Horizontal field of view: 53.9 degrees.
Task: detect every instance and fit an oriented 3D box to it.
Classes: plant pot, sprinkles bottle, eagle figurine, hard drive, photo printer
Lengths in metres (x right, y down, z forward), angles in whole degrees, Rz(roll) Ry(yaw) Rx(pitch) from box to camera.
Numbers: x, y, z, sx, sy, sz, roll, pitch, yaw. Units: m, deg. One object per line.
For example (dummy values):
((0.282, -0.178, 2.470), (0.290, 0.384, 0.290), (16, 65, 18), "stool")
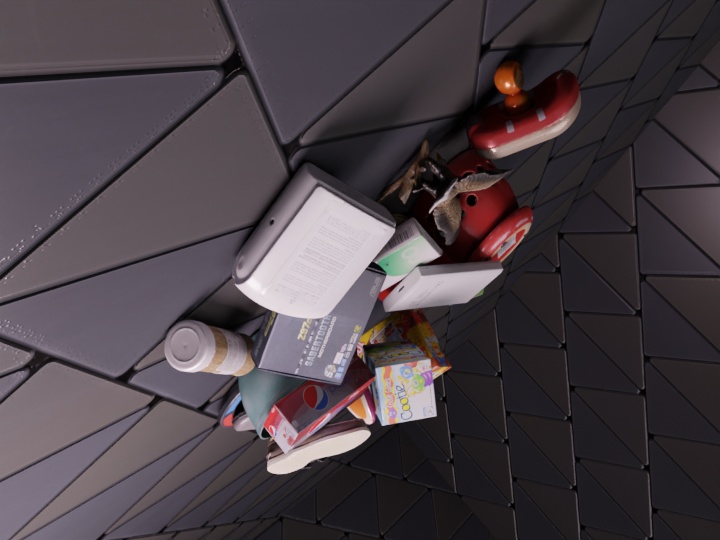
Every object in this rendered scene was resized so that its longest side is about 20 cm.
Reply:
((-0.140, 0.177, 1.254), (0.199, 0.134, 0.201), (-40, 163, -15), "plant pot")
((0.221, -0.102, 1.387), (0.199, 0.183, 0.201), (-37, 163, -13), "plant pot")
((-0.215, 0.118, 1.046), (0.068, 0.068, 0.200), (-44, 164, 2), "sprinkles bottle")
((0.156, -0.138, 1.190), (0.150, 0.197, 0.155), (-7, -116, 53), "eagle figurine")
((0.152, 0.028, 1.303), (0.195, 0.027, 0.132), (-4, 152, -34), "hard drive")
((-0.067, -0.026, 0.957), (0.164, 0.070, 0.201), (23, 114, -40), "photo printer")

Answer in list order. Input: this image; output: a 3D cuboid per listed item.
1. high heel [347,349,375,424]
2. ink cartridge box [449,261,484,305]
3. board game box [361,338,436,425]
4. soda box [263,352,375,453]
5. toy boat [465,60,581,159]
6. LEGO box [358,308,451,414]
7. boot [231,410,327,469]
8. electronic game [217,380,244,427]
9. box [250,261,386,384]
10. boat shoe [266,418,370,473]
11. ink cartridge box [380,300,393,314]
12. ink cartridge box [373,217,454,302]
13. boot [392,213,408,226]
((-0.006, 0.189, 1.344), (0.095, 0.202, 0.068), (-14, 152, -44), "high heel")
((0.159, -0.001, 1.498), (0.102, 0.198, 0.061), (-14, 119, -36), "ink cartridge box")
((0.068, 0.203, 1.322), (0.100, 0.108, 0.200), (-8, -174, -6), "board game box")
((-0.065, 0.214, 1.177), (0.198, 0.063, 0.071), (-30, 158, -44), "soda box")
((0.260, -0.282, 1.169), (0.195, 0.133, 0.132), (-20, -151, 12), "toy boat")
((0.071, 0.189, 1.501), (0.198, 0.151, 0.077), (-37, 156, 22), "LEGO box")
((-0.148, 0.327, 1.392), (0.194, 0.135, 0.070), (-9, 159, -17), "boot")
((-0.204, 0.239, 1.413), (0.199, 0.042, 0.201), (-42, 164, -14), "electronic game")
((-0.065, 0.067, 1.093), (0.155, 0.051, 0.204), (16, 103, -31), "box")
((-0.076, 0.289, 1.218), (0.196, 0.061, 0.072), (-25, 141, 17), "boat shoe")
((0.077, 0.022, 1.482), (0.044, 0.094, 0.201), (-35, 161, -21), "ink cartridge box")
((0.075, 0.006, 1.255), (0.159, 0.051, 0.200), (-31, 141, 15), "ink cartridge box")
((0.000, 0.000, 1.312), (0.174, 0.066, 0.202), (-34, 158, -41), "boot")
